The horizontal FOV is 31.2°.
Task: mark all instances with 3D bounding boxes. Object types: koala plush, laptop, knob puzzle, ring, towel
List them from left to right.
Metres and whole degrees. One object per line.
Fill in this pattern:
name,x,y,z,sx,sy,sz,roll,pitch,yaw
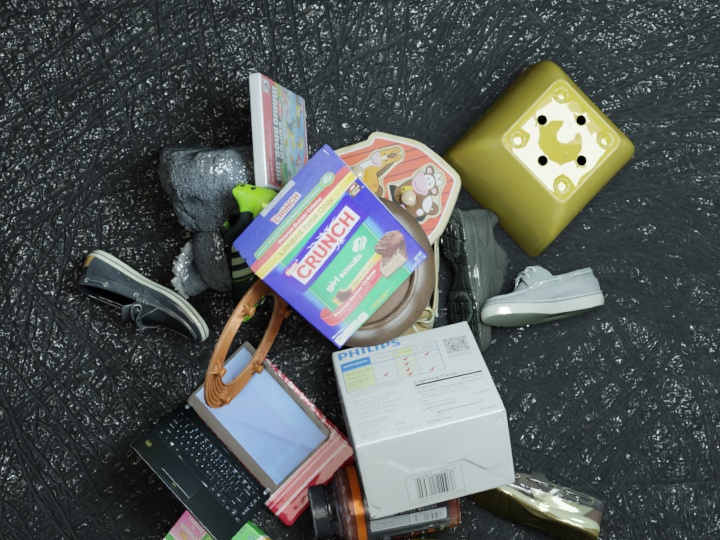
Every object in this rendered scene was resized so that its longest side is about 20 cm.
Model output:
koala plush,-0.184,-0.064,1.713,0.174,0.184,0.203,-3,100,-1
laptop,-0.167,0.226,1.703,0.177,0.200,0.103,46,125,2
ring,-0.139,0.089,1.653,0.019,0.200,0.202,27,86,15
towel,-0.117,0.231,1.765,0.200,0.022,0.145,45,88,2
knob puzzle,0.039,-0.100,1.743,0.216,0.030,0.223,-4,71,11

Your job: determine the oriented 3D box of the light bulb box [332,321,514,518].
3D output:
light bulb box,0.078,0.189,1.674,0.195,0.201,0.126,-13,122,-3

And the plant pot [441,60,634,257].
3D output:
plant pot,0.246,-0.158,1.715,0.194,0.200,0.196,45,87,0

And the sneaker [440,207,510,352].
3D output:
sneaker,0.167,0.011,1.766,0.090,0.076,0.203,-10,101,-30

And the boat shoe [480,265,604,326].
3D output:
boat shoe,0.242,0.031,1.752,0.198,0.070,0.073,-6,75,-30

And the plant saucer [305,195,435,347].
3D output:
plant saucer,0.000,0.000,1.702,0.197,0.032,0.204,0,89,4

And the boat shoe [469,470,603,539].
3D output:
boat shoe,0.236,0.308,1.761,0.198,0.072,0.066,21,57,11

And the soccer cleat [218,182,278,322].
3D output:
soccer cleat,-0.144,-0.024,1.642,0.080,0.068,0.202,23,127,10

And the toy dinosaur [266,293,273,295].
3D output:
toy dinosaur,-0.047,0.003,1.774,0.199,0.058,0.101,-39,74,-8

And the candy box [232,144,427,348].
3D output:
candy box,-0.034,-0.026,1.590,0.169,0.077,0.200,-46,135,0

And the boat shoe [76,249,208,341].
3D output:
boat shoe,-0.294,0.047,1.735,0.198,0.075,0.063,30,62,5

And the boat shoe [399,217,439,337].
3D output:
boat shoe,0.071,0.026,1.764,0.072,0.063,0.203,5,87,-3

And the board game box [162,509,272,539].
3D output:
board game box,-0.215,0.417,1.740,0.152,0.040,0.201,38,86,0

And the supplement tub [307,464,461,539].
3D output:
supplement tub,0.031,0.307,1.725,0.197,0.107,0.109,-10,88,-4

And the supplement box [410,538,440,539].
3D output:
supplement box,0.116,0.469,1.721,0.108,0.109,0.203,4,86,-3

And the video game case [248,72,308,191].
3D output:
video game case,-0.104,-0.171,1.699,0.017,0.200,0.145,-4,87,13
